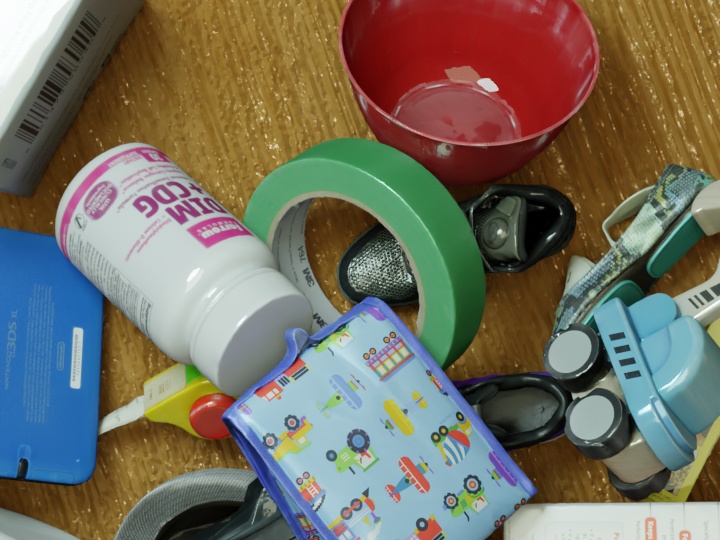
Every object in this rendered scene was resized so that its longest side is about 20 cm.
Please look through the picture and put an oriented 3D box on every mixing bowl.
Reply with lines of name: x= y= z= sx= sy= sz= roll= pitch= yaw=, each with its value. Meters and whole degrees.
mixing bowl: x=0.078 y=-0.140 z=1.388 sx=0.198 sy=0.109 sz=0.201 roll=3 pitch=53 yaw=-4

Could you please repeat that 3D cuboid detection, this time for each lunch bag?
lunch bag: x=0.004 y=0.127 z=1.292 sx=0.150 sy=0.094 sz=0.201 roll=-37 pitch=97 yaw=-22

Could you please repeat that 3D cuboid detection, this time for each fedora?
fedora: x=-0.100 y=0.241 z=1.402 sx=0.198 sy=0.090 sz=0.178 roll=8 pitch=90 yaw=-6

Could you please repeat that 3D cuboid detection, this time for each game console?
game console: x=-0.306 y=0.075 z=1.432 sx=0.170 sy=0.118 sz=0.202 roll=10 pitch=70 yaw=-28

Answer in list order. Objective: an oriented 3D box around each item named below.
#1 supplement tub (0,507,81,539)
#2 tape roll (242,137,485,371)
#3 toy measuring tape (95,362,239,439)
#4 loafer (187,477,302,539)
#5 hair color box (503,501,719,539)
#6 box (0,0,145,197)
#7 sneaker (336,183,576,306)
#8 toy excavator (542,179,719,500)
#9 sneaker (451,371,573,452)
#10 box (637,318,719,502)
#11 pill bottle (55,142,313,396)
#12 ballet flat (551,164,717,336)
supplement tub: x=-0.288 y=0.296 z=1.379 sx=0.144 sy=0.145 sz=0.201 roll=23 pitch=88 yaw=3
tape roll: x=0.000 y=0.000 z=1.371 sx=0.199 sy=0.048 sz=0.202 roll=18 pitch=123 yaw=31
toy measuring tape: x=-0.147 y=0.118 z=1.431 sx=0.199 sy=0.074 sz=0.074 roll=-30 pitch=87 yaw=17
loafer: x=-0.087 y=0.215 z=1.323 sx=0.200 sy=0.073 sz=0.072 roll=-40 pitch=97 yaw=-6
hair color box: x=0.207 y=0.229 z=1.328 sx=0.198 sy=0.064 sz=0.112 roll=-2 pitch=80 yaw=11
box: x=-0.295 y=-0.185 z=1.375 sx=0.171 sy=0.200 sz=0.200 roll=30 pitch=89 yaw=1
sneaker: x=0.073 y=-0.023 z=1.400 sx=0.198 sy=0.114 sz=0.077 roll=-13 pitch=86 yaw=4
toy excavator: x=0.242 y=0.047 z=1.345 sx=0.199 sy=0.100 sz=0.195 roll=-29 pitch=47 yaw=15
sneaker: x=0.075 y=0.116 z=1.398 sx=0.198 sy=0.100 sz=0.070 roll=-13 pitch=85 yaw=0
box: x=0.270 y=0.095 z=1.408 sx=0.050 sy=0.075 sz=0.201 roll=27 pitch=90 yaw=4
pill bottle: x=-0.134 y=0.000 z=1.368 sx=0.200 sy=0.113 sz=0.114 roll=40 pitch=89 yaw=30
ballet flat: x=0.207 y=-0.004 z=1.424 sx=0.074 sy=0.074 sz=0.200 roll=44 pitch=86 yaw=3
